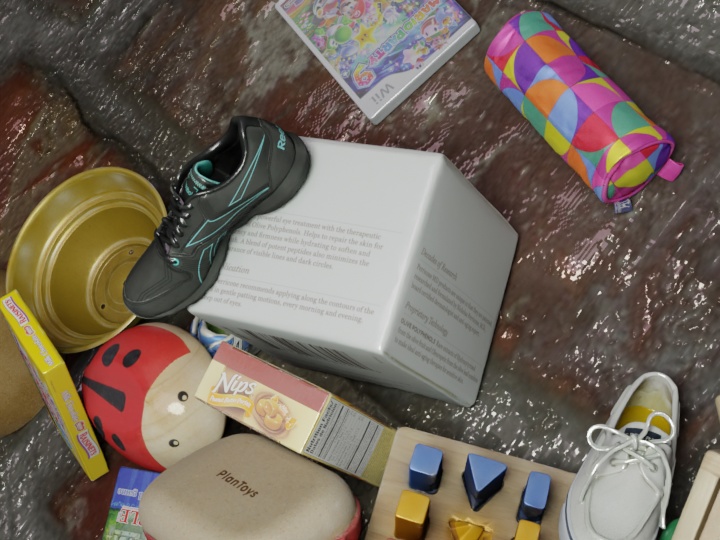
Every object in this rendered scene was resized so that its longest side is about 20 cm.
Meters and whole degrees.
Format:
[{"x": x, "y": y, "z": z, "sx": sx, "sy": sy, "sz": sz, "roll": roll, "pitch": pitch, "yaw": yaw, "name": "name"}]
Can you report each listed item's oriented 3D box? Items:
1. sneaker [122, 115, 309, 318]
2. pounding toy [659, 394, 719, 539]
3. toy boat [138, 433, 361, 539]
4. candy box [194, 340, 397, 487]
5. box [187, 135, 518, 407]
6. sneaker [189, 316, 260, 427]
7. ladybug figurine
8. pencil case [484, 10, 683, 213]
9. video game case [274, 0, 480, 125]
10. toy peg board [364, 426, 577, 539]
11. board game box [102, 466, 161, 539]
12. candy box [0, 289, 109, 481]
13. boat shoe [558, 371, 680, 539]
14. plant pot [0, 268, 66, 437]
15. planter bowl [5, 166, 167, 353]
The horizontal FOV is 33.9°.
[{"x": -0.132, "y": -0.047, "z": 0.954, "sx": 0.200, "sy": 0.079, "sz": 0.075, "roll": -48, "pitch": 55, "yaw": 8, "name": "sneaker"}, {"x": 0.300, "y": 0.210, "z": 0.858, "sx": 0.199, "sy": 0.142, "sz": 0.185, "roll": 24, "pitch": 97, "yaw": 33, "name": "pounding toy"}, {"x": -0.084, "y": 0.218, "z": 0.936, "sx": 0.130, "sy": 0.131, "sz": 0.200, "roll": -29, "pitch": 28, "yaw": -31, "name": "toy boat"}, {"x": -0.037, "y": 0.129, "z": 0.998, "sx": 0.115, "sy": 0.200, "sz": 0.056, "roll": 22, "pitch": 82, "yaw": 31, "name": "candy box"}, {"x": 0.000, "y": 0.000, "z": 1.029, "sx": 0.198, "sy": 0.200, "sz": 0.172, "roll": 10, "pitch": 77, "yaw": 30, "name": "box"}, {"x": -0.147, "y": 0.086, "z": 1.140, "sx": 0.075, "sy": 0.077, "sz": 0.201, "roll": 22, "pitch": 85, "yaw": 29, "name": "sneaker"}, {"x": -0.199, "y": 0.117, "z": 1.093, "sx": 0.199, "sy": 0.072, "sz": 0.137, "roll": 10, "pitch": 94, "yaw": 49, "name": "ladybug figurine"}, {"x": 0.194, "y": -0.145, "z": 1.059, "sx": 0.088, "sy": 0.088, "sz": 0.200, "roll": -40, "pitch": 61, "yaw": 8, "name": "pencil case"}, {"x": 0.013, "y": -0.262, "z": 1.226, "sx": 0.143, "sy": 0.018, "sz": 0.200, "roll": -41, "pitch": 59, "yaw": 6, "name": "video game case"}, {"x": 0.098, "y": 0.224, "z": 0.899, "sx": 0.199, "sy": 0.098, "sz": 0.200, "roll": 14, "pitch": 64, "yaw": 8, "name": "toy peg board"}, {"x": -0.144, "y": 0.284, "z": 1.026, "sx": 0.199, "sy": 0.041, "sz": 0.201, "roll": 3, "pitch": 73, "yaw": 26, "name": "board game box"}, {"x": -0.293, "y": 0.115, "z": 1.137, "sx": 0.026, "sy": 0.201, "sz": 0.102, "roll": -32, "pitch": 57, "yaw": -21, "name": "candy box"}, {"x": 0.204, "y": 0.140, "z": 0.879, "sx": 0.074, "sy": 0.202, "sz": 0.086, "roll": 20, "pitch": 126, "yaw": 18, "name": "boat shoe"}, {"x": -0.439, "y": 0.061, "z": 1.222, "sx": 0.185, "sy": 0.200, "sz": 0.187, "roll": -10, "pitch": 66, "yaw": 23, "name": "plant pot"}, {"x": -0.260, "y": 0.001, "z": 1.222, "sx": 0.199, "sy": 0.083, "sz": 0.202, "roll": -10, "pitch": 65, "yaw": 23, "name": "planter bowl"}]
